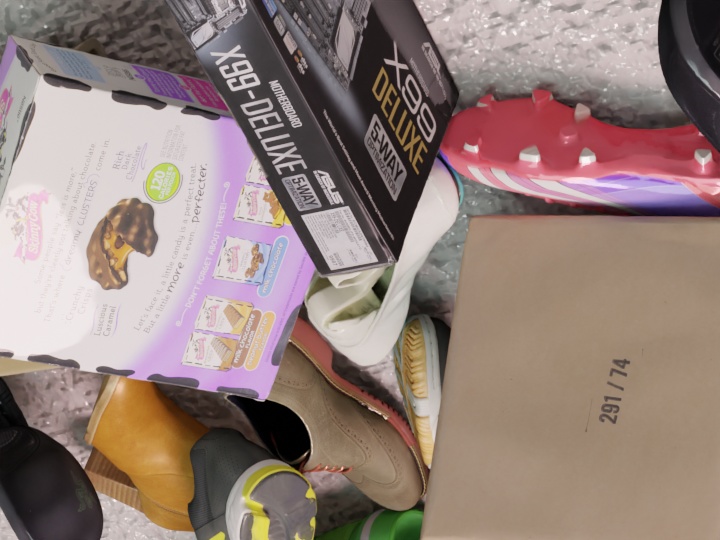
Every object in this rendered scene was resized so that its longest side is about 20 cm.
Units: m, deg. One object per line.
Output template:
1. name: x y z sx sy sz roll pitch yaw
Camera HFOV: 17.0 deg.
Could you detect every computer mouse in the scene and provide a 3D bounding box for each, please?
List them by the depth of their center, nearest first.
1. computer mouse: 0.219 -0.080 1.282 0.200 0.139 0.053 49 146 -13
2. computer mouse: -0.206 0.136 1.567 0.053 0.200 0.139 -29 107 -6

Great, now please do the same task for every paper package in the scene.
1. paper package: 0.145 0.077 1.350 0.190 0.200 0.103 2 163 27

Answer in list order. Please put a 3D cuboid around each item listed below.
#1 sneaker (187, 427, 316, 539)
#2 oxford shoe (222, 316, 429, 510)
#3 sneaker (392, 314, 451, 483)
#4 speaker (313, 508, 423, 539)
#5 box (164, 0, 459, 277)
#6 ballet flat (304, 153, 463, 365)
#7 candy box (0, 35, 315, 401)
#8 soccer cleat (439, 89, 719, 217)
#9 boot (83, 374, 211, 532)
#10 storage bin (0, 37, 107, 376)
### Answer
1. sneaker: -0.068 0.176 1.546 0.085 0.074 0.200 47 148 37
2. oxford shoe: -0.027 0.106 1.535 0.070 0.075 0.200 -12 136 39
3. sneaker: 0.078 0.106 1.526 0.088 0.076 0.200 -17 121 -1
4. speaker: -0.032 0.225 1.646 0.200 0.089 0.088 -24 119 34
5. box: -0.023 -0.122 1.291 0.050 0.158 0.200 -11 124 27
6. ballet flat: 0.000 0.000 1.433 0.069 0.070 0.200 25 142 -3
7. candy box: -0.125 -0.027 1.371 0.200 0.072 0.168 12 109 -28
8. soccer cleat: 0.142 -0.053 1.360 0.200 0.067 0.077 4 135 13
9. boot: -0.106 0.117 1.579 0.144 0.071 0.201 18 150 1
10. storage bin: -0.226 -0.034 1.483 0.200 0.094 0.199 -8 126 26
